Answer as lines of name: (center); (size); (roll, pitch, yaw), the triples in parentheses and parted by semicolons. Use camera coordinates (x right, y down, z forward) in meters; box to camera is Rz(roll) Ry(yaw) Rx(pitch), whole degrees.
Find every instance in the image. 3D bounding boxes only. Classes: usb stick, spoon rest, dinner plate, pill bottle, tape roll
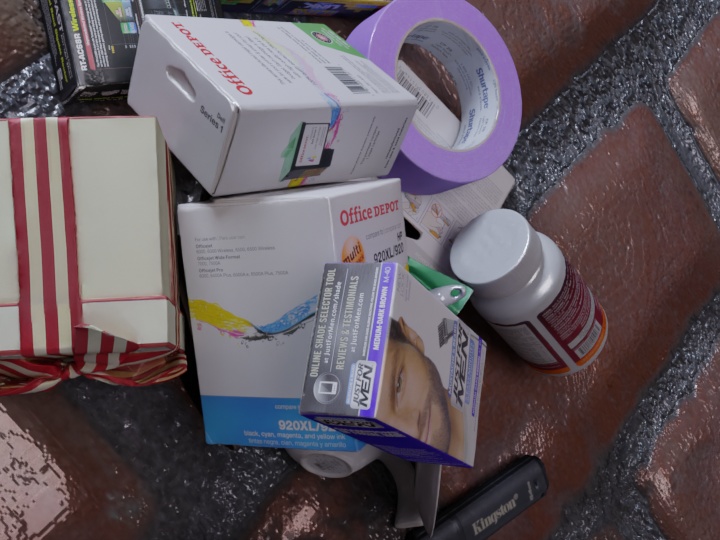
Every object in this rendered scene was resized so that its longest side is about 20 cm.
usb stick: (0.132, 0.267, 0.942); (0.199, 0.033, 0.056); (-24, 96, -33)
spoon rest: (-0.001, 0.186, 0.844); (0.200, 0.099, 0.061); (46, 41, -35)
dinner plate: (0.068, 0.153, 0.832); (0.024, 0.200, 0.201); (4, 80, 5)
pill bottle: (0.183, 0.026, 0.929); (0.200, 0.109, 0.110); (44, 62, -41)
tape roll: (0.074, -0.183, 0.892); (0.199, 0.066, 0.201); (6, 79, -33)

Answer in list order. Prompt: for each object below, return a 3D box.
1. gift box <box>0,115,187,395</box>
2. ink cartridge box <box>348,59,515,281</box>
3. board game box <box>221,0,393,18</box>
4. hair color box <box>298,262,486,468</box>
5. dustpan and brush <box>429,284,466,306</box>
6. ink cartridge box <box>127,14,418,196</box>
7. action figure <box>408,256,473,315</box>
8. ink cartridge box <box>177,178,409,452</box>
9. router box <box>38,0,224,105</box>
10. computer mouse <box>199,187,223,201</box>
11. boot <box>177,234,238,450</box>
gift box: (-0.226, -0.004, 0.633); (0.184, 0.200, 0.188); (-4, 85, -3)
ink cartridge box: (0.060, -0.097, 0.935); (0.200, 0.045, 0.177); (42, 64, -21)
board game box: (-0.072, -0.350, 0.876); (0.199, 0.057, 0.166); (-7, 90, -32)
hair color box: (0.034, 0.079, 0.654); (0.200, 0.065, 0.110); (37, 57, -55)
dustpan and brush: (0.006, 0.052, 0.835); (0.057, 0.199, 0.140); (-34, 105, -72)
ink cartridge box: (-0.074, -0.145, 0.733); (0.199, 0.084, 0.145); (-13, 47, -43)
action figure: (0.000, 0.000, 0.867); (0.200, 0.055, 0.118); (38, 103, -8)
ink cartridge box: (-0.046, 0.030, 0.727); (0.147, 0.144, 0.201); (-23, 109, -63)
router box: (-0.209, -0.256, 0.773); (0.149, 0.062, 0.201); (-12, 91, -34)
computer mouse: (-0.108, -0.122, 0.844); (0.059, 0.034, 0.200); (48, 65, -42)
boot: (-0.122, 0.056, 0.783); (0.097, 0.075, 0.201); (-24, 95, -29)
